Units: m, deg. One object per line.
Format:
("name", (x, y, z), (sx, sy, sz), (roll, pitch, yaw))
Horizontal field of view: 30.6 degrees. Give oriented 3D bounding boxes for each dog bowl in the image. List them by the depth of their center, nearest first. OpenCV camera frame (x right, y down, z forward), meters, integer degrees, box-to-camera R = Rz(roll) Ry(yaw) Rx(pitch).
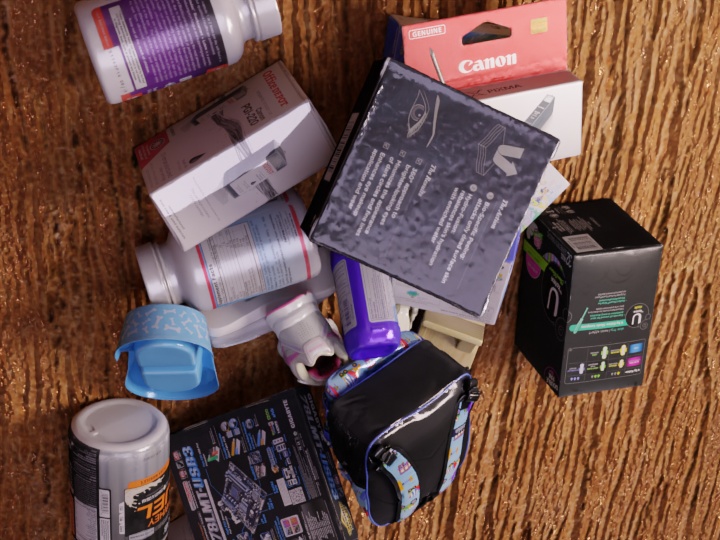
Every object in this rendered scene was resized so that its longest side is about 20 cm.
("dog bowl", (-0.222, 0.095, 1.529), (0.111, 0.050, 0.200), (-1, 156, -2))

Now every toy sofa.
("toy sofa", (0.093, 0.142, 1.702), (0.082, 0.098, 0.201), (19, 112, 1))

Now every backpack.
("backpack", (0.046, 0.200, 1.585), (0.182, 0.134, 0.201), (-33, 142, -25))

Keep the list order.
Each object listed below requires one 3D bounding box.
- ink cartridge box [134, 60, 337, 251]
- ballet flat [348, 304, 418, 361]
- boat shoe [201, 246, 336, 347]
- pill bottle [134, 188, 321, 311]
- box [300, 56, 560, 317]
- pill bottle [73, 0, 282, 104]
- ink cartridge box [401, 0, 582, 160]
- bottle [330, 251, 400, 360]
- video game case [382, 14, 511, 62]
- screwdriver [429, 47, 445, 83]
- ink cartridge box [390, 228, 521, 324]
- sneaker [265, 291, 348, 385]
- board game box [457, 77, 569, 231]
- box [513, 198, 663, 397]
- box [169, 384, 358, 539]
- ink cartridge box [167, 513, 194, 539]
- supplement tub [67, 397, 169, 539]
("ink cartridge box", (-0.137, -0.129, 1.441), (0.199, 0.146, 0.085), (-30, 120, -1))
("ballet flat", (0.025, 0.099, 1.658), (0.071, 0.072, 0.201), (10, 114, -22))
("boat shoe", (-0.100, 0.038, 1.590), (0.199, 0.072, 0.069), (-29, 150, -14))
("pill bottle", (-0.153, -0.017, 1.516), (0.199, 0.109, 0.109), (-17, 120, -8))
("box", (0.068, -0.086, 1.353), (0.199, 0.117, 0.198), (24, 93, -9))
("pill bottle", (-0.188, -0.257, 1.378), (0.199, 0.112, 0.112), (-20, 121, -7))
("ink cartridge box", (0.148, -0.197, 1.461), (0.199, 0.045, 0.177), (-12, 121, -12))
("bottle", (0.000, 0.000, 1.535), (0.065, 0.201, 0.084), (-6, 162, -12))
("video game case", (0.108, -0.190, 1.546), (0.180, 0.045, 0.201), (1, 116, -19))
("screwdriver", (0.105, -0.152, 1.428), (0.029, 0.028, 0.201), (-47, 129, -23))
("ink cartridge box", (0.109, -0.022, 1.506), (0.135, 0.077, 0.200), (12, 156, 5))
("sneaker", (-0.056, 0.103, 1.584), (0.081, 0.089, 0.200), (-30, 158, 1))
("board game box", (0.135, -0.119, 1.545), (0.134, 0.034, 0.200), (-45, 121, 8))
("box", (0.282, 0.033, 1.656), (0.123, 0.149, 0.201), (-7, 119, -15))
("box", (-0.124, 0.265, 1.608), (0.197, 0.050, 0.201), (-22, 84, 21))
("ink cartridge box", (-0.134, 0.351, 1.727), (0.199, 0.083, 0.147), (-31, 120, 0))
("supplement tub", (-0.294, 0.269, 1.611), (0.122, 0.123, 0.201), (-4, 118, -16))
